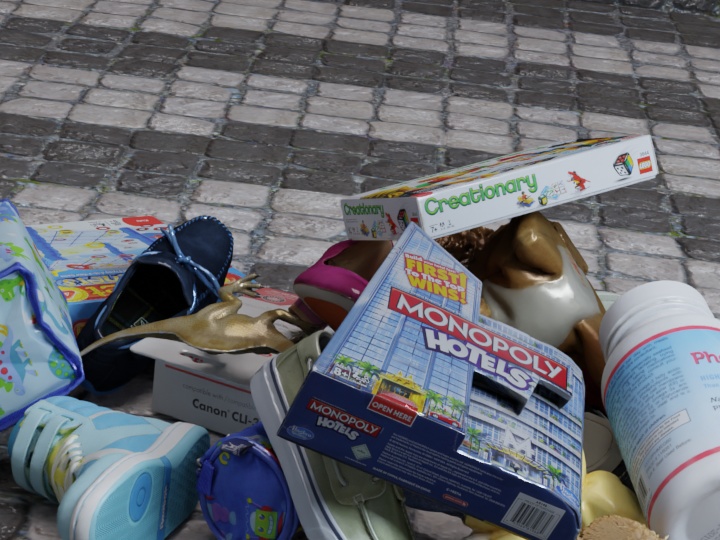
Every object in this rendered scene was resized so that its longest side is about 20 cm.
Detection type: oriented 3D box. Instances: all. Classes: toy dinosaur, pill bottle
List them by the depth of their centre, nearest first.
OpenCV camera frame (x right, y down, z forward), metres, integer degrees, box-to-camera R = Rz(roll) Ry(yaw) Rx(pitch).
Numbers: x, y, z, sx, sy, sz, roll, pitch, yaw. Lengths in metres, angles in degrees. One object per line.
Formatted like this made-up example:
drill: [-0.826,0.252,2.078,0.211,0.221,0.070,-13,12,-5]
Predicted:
pill bottle: [0.226,0.101,1.542,0.108,0.109,0.200,2,39,-15]
toy dinosaur: [-0.102,0.041,1.613,0.199,0.059,0.101,7,17,19]

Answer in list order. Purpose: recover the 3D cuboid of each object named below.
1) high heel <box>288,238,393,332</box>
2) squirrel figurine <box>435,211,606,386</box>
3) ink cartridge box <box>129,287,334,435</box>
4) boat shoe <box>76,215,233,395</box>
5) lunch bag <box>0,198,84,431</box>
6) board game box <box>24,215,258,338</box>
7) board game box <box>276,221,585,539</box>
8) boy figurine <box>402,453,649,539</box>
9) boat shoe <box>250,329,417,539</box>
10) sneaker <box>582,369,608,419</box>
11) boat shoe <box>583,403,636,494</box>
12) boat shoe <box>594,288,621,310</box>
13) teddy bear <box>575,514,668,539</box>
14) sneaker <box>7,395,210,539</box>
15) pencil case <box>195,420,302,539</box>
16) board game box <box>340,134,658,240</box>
high heel: [0.000,0.000,1.630,0.067,0.096,0.200,45,-9,-10]
squirrel figurine: [0.083,0.040,1.719,0.186,0.142,0.200,-32,20,12]
ink cartridge box: [-0.079,0.076,1.725,0.116,0.068,0.200,15,19,27]
boat shoe: [-0.148,0.021,1.756,0.084,0.069,0.200,32,47,-1]
lunch bag: [-0.305,0.060,1.604,0.199,0.128,0.170,-27,20,-4]
board game box: [-0.215,0.015,1.884,0.199,0.056,0.196,-6,21,-33]
board game box: [0.059,0.063,1.458,0.199,0.062,0.200,23,34,-9]
boy figurine: [0.105,0.140,1.530,0.199,0.125,0.064,15,-14,-10]
boat shoe: [-0.007,0.128,1.448,0.072,0.062,0.201,5,49,-52]
sneaker: [0.232,0.097,1.740,0.095,0.080,0.200,-4,20,-19]
boat shoe: [0.156,0.132,1.684,0.063,0.073,0.200,47,-4,-21]
boat shoe: [0.143,0.048,1.883,0.201,0.072,0.060,-13,30,-37]
teddy bear: [0.206,0.224,1.385,0.199,0.067,0.145,17,38,28]
sneaker: [-0.187,0.138,1.484,0.130,0.080,0.200,13,9,13]
pencil case: [-0.041,0.129,1.554,0.087,0.078,0.200,30,24,17]
board game box: [0.101,-0.060,1.661,0.199,0.035,0.126,-16,7,-25]
